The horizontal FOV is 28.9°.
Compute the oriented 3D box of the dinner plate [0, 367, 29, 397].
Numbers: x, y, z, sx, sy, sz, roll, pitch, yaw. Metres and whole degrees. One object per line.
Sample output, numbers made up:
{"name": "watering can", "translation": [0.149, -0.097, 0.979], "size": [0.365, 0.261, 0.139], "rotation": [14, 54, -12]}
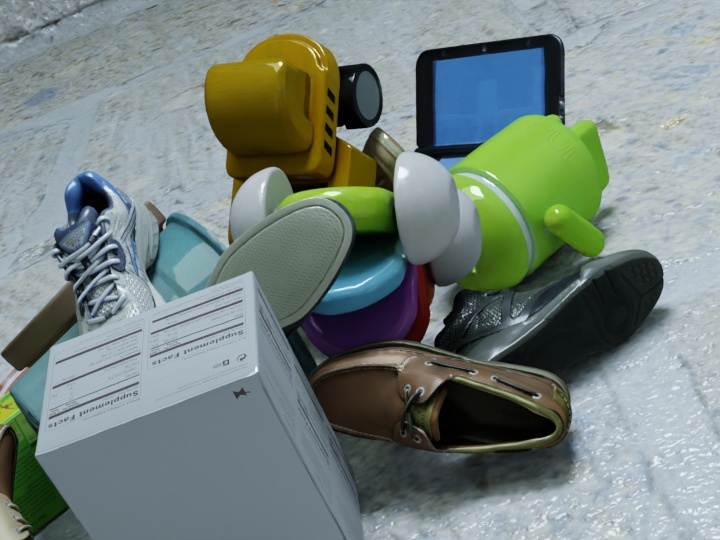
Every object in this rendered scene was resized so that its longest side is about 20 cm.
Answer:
{"name": "dinner plate", "translation": [-0.284, 0.102, 1.409], "size": [0.198, 0.024, 0.201], "rotation": [-19, 24, 9]}

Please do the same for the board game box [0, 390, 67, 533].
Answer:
{"name": "board game box", "translation": [-0.306, 0.177, 1.176], "size": [0.199, 0.103, 0.047], "rotation": [-38, 28, -31]}

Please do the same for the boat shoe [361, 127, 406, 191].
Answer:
{"name": "boat shoe", "translation": [0.018, -0.067, 1.337], "size": [0.062, 0.200, 0.073], "rotation": [-39, 71, -14]}

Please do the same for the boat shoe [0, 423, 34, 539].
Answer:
{"name": "boat shoe", "translation": [-0.285, 0.216, 1.075], "size": [0.073, 0.076, 0.202], "rotation": [-1, 57, 8]}

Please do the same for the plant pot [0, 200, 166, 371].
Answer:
{"name": "plant pot", "translation": [-0.238, 0.037, 1.318], "size": [0.201, 0.093, 0.201], "rotation": [-44, 7, 7]}

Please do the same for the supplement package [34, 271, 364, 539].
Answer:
{"name": "supplement package", "translation": [-0.103, 0.132, 0.945], "size": [0.154, 0.201, 0.111], "rotation": [-20, 33, 7]}

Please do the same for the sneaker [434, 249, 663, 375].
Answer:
{"name": "sneaker", "translation": [0.139, 0.034, 1.098], "size": [0.198, 0.077, 0.114], "rotation": [-34, 32, -10]}

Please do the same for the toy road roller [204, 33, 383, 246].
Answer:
{"name": "toy road roller", "translation": [-0.069, -0.105, 1.213], "size": [0.121, 0.203, 0.145], "rotation": [-1, -10, 30]}

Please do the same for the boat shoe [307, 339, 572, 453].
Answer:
{"name": "boat shoe", "translation": [0.051, 0.092, 0.993], "size": [0.197, 0.073, 0.068], "rotation": [0, 10, 10]}

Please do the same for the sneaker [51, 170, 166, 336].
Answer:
{"name": "sneaker", "translation": [-0.196, 0.003, 1.042], "size": [0.076, 0.085, 0.201], "rotation": [-28, 42, 9]}

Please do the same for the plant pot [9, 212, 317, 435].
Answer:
{"name": "plant pot", "translation": [-0.165, 0.091, 1.134], "size": [0.196, 0.201, 0.200], "rotation": [-39, 27, -17]}

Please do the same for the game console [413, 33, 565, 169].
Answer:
{"name": "game console", "translation": [0.106, -0.147, 1.450], "size": [0.198, 0.120, 0.172], "rotation": [0, 33, 43]}

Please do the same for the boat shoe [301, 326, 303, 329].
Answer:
{"name": "boat shoe", "translation": [-0.018, 0.027, 1.269], "size": [0.069, 0.071, 0.200], "rotation": [-8, 16, -14]}

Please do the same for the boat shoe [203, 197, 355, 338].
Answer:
{"name": "boat shoe", "translation": [-0.071, 0.020, 0.990], "size": [0.200, 0.072, 0.068], "rotation": [-49, -5, 25]}

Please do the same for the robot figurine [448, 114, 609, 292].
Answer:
{"name": "robot figurine", "translation": [0.136, -0.060, 1.246], "size": [0.199, 0.117, 0.174], "rotation": [-38, 35, -29]}

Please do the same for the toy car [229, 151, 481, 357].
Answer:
{"name": "toy car", "translation": [0.000, 0.000, 1.083], "size": [0.172, 0.152, 0.200], "rotation": [-4, -12, 15]}
